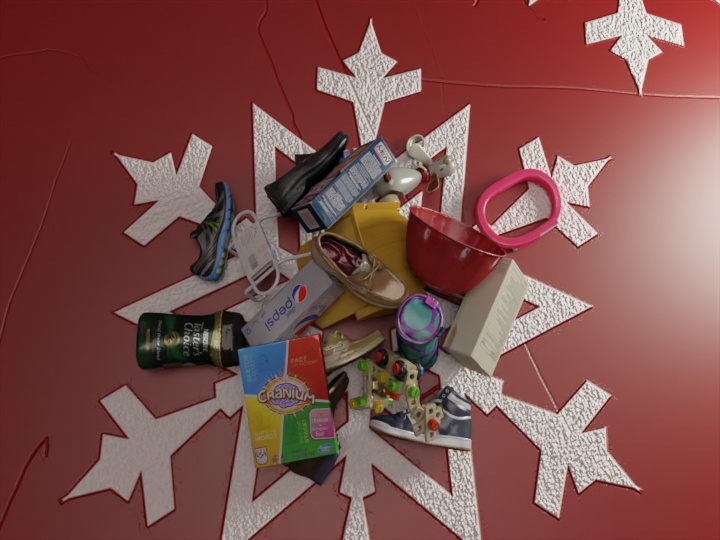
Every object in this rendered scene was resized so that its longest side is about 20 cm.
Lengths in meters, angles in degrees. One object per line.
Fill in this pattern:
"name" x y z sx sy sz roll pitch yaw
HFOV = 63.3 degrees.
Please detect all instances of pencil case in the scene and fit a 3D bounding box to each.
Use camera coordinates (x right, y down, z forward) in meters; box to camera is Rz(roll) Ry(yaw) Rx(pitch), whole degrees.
"pencil case" 0.108 0.119 1.060 0.092 0.201 0.085 -39 69 -13

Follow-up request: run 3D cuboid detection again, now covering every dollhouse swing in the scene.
"dollhouse swing" 0.000 0.000 1.157 0.177 0.175 0.206 -7 72 -40

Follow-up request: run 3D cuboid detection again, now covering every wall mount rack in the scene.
"wall mount rack" -0.166 -0.043 1.120 0.172 0.074 0.203 -36 57 11

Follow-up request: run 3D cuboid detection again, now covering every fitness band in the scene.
"fitness band" 0.331 -0.128 1.221 0.195 0.038 0.147 -28 76 -10

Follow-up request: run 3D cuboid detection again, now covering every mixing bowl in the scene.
"mixing bowl" 0.157 -0.027 1.077 0.195 0.200 0.111 26 106 4

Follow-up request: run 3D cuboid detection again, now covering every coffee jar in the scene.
"coffee jar" -0.314 0.131 1.097 0.192 0.086 0.108 -2 75 -4

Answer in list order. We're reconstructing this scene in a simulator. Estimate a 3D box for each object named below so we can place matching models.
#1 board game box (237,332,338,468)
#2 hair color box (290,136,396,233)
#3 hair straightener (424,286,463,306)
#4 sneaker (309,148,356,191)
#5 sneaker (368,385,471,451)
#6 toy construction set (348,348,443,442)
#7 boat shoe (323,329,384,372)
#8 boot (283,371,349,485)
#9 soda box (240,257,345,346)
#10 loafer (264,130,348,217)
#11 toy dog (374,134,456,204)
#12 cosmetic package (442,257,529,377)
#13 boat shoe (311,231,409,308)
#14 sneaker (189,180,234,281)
"board game box" -0.127 0.226 1.026 0.147 0.040 0.208 -10 87 0
"hair color box" -0.031 -0.160 1.096 0.200 0.099 0.061 -46 109 -23
"hair straightener" 0.148 0.009 1.175 0.194 0.041 0.079 21 85 9
"sneaker" -0.062 -0.160 1.186 0.194 0.081 0.118 -24 75 -10
"sneaker" 0.116 0.265 1.090 0.192 0.070 0.113 11 75 -2
"toy construction set" 0.058 0.212 1.018 0.090 0.197 0.136 7 97 -43
"boat shoe" -0.049 0.151 1.102 0.194 0.074 0.068 -23 81 -8
"boot" -0.060 0.293 1.080 0.096 0.075 0.202 36 86 -2
"soda box" -0.125 0.074 1.084 0.200 0.063 0.069 -44 64 7
"loafer" -0.102 -0.199 1.121 0.072 0.073 0.201 42 81 5
"toy dog" 0.103 -0.202 1.196 0.199 0.097 0.132 -42 81 -12
"cosmetic package" 0.242 0.085 1.117 0.070 0.105 0.204 14 69 43
"boat shoe" -0.001 0.000 1.019 0.195 0.067 0.076 28 74 2
"sneaker" -0.296 -0.084 1.161 0.080 0.071 0.207 9 77 -4
